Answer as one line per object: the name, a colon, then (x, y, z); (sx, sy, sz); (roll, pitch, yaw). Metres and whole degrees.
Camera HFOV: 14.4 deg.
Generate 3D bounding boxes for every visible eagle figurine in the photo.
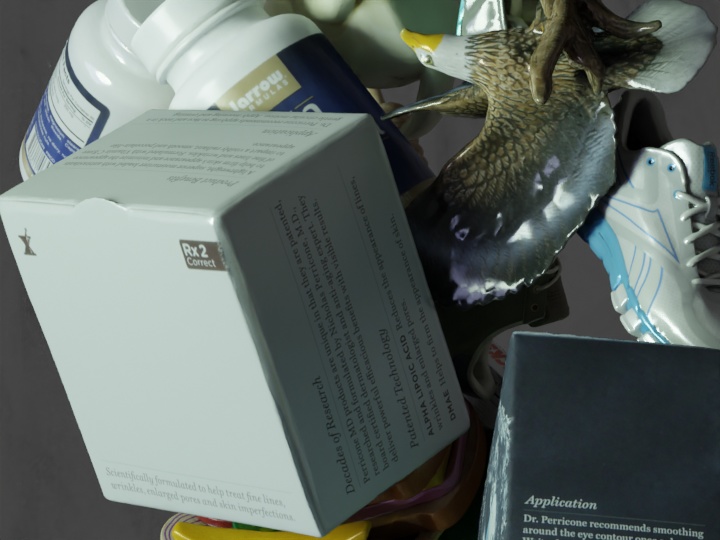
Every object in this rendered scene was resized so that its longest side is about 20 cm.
eagle figurine: (0.086, -0.094, 1.564); (0.151, 0.152, 0.200); (43, 145, 19)

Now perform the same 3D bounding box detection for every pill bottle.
pill bottle: (-0.168, -0.130, 2.075); (0.200, 0.111, 0.111); (-58, 45, 45)
pill bottle: (-0.045, -0.081, 1.695); (0.200, 0.111, 0.111); (51, 143, 6)

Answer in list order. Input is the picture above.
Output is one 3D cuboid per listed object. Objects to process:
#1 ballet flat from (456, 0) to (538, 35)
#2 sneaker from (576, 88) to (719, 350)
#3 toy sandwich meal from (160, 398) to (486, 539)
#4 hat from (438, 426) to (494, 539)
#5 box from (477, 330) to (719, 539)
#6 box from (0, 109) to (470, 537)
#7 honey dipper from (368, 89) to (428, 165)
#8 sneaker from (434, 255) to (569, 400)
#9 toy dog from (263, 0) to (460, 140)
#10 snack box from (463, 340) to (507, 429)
ballet flat: (0.095, -0.210, 1.677); (0.063, 0.067, 0.201); (9, 103, 32)
sneaker: (0.172, -0.022, 1.537); (0.087, 0.075, 0.200); (-58, 46, 31)
toy sandwich meal: (-0.026, 0.126, 1.678); (0.205, 0.205, 0.071); (34, 149, 55)
hat: (0.027, 0.211, 1.678); (0.166, 0.175, 0.201); (-34, 73, 67)
box: (0.121, 0.170, 1.480); (0.197, 0.117, 0.201); (95, 180, -55)
box: (-0.071, 0.024, 1.600); (0.198, 0.131, 0.201); (5, 120, 47)
honey dipper: (-0.003, -0.141, 1.870); (0.038, 0.038, 0.201); (-59, 42, 45)
sneaker: (0.094, -0.009, 1.686); (0.090, 0.067, 0.200); (39, 113, 7)
toy dog: (-0.027, -0.173, 1.801); (0.199, 0.139, 0.195); (-10, 112, 46)
snack box: (0.108, 0.116, 1.706); (0.200, 0.024, 0.072); (44, 129, 51)
